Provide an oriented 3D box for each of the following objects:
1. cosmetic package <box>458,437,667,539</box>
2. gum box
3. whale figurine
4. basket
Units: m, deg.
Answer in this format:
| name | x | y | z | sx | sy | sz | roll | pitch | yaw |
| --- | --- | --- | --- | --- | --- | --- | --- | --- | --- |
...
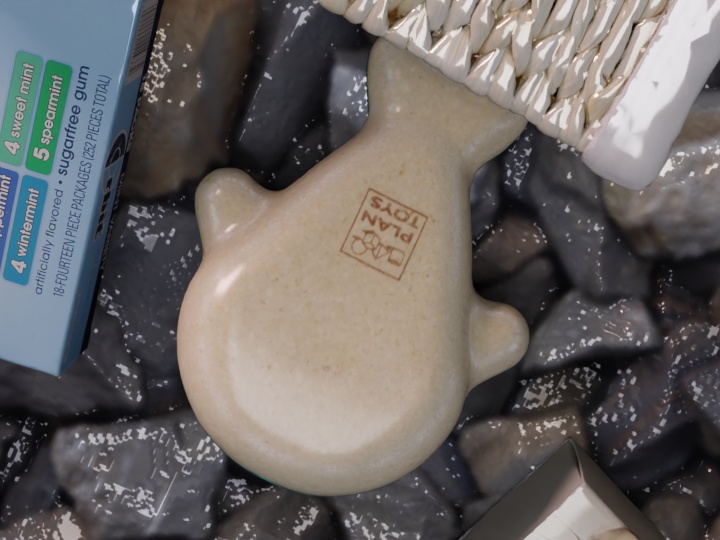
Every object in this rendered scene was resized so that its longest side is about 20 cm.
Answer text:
| name | x | y | z | sx | sy | sz | roll | pitch | yaw |
| --- | --- | --- | --- | --- | --- | --- | --- | --- | --- |
| cosmetic package | 0.128 | 0.188 | 1.015 | 0.103 | 0.073 | 0.200 | -43 | 99 | 8 |
| gum box | -0.197 | -0.067 | 0.949 | 0.198 | 0.045 | 0.171 | 18 | 109 | 7 |
| whale figurine | 0.000 | 0.000 | 0.976 | 0.158 | 0.104 | 0.201 | 24 | 81 | -2 |
| basket | 0.083 | -0.164 | 0.838 | 0.160 | 0.198 | 0.201 | 26 | 106 | -1 |
